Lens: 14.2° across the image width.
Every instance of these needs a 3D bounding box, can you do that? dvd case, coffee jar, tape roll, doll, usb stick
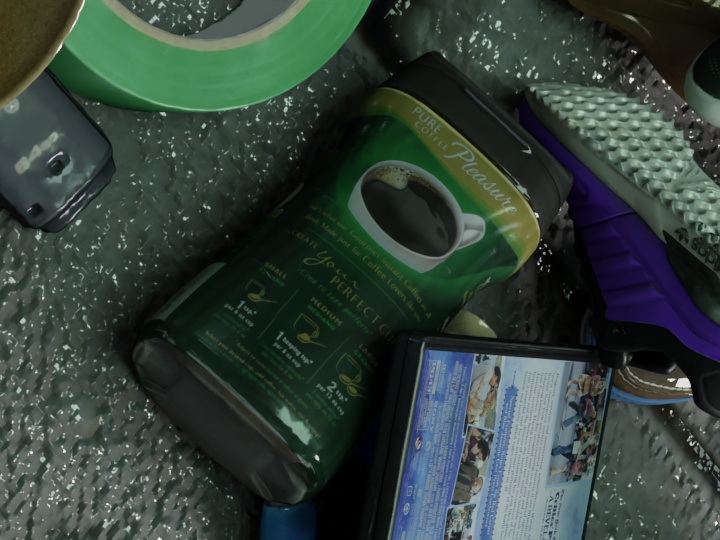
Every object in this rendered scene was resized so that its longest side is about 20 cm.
[{"bbox_3d":[0.055,0.100,1.275,0.200,0.018,0.143,7,93,-61],"label":"dvd case"},{"bbox_3d":[0.000,0.000,1.261,0.104,0.085,0.200,43,66,2],"label":"coffee jar"},{"bbox_3d":[-0.077,-0.167,1.230,0.200,0.048,0.201,-2,93,-35],"label":"tape roll"},{"bbox_3d":[0.012,0.119,1.305,0.136,0.048,0.200,46,67,-27],"label":"doll"},{"bbox_3d":[-0.175,-0.097,1.172,0.055,0.033,0.200,-50,119,-18],"label":"usb stick"}]

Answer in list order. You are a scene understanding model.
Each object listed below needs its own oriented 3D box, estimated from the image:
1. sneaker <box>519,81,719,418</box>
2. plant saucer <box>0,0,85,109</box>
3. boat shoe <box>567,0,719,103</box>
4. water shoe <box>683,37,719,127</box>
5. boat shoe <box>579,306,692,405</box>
[{"bbox_3d":[0.124,-0.006,1.318,0.070,0.200,0.100,-1,125,-38],"label":"sneaker"},{"bbox_3d":[-0.200,-0.138,1.103,0.200,0.035,0.200,-5,118,-10],"label":"plant saucer"},{"bbox_3d":[0.136,-0.151,1.378,0.200,0.073,0.063,47,29,-32],"label":"boat shoe"},{"bbox_3d":[0.237,-0.130,1.320,0.200,0.072,0.079,-20,131,5],"label":"water shoe"},{"bbox_3d":[0.199,0.026,1.418,0.200,0.072,0.072,-9,98,-34],"label":"boat shoe"}]
